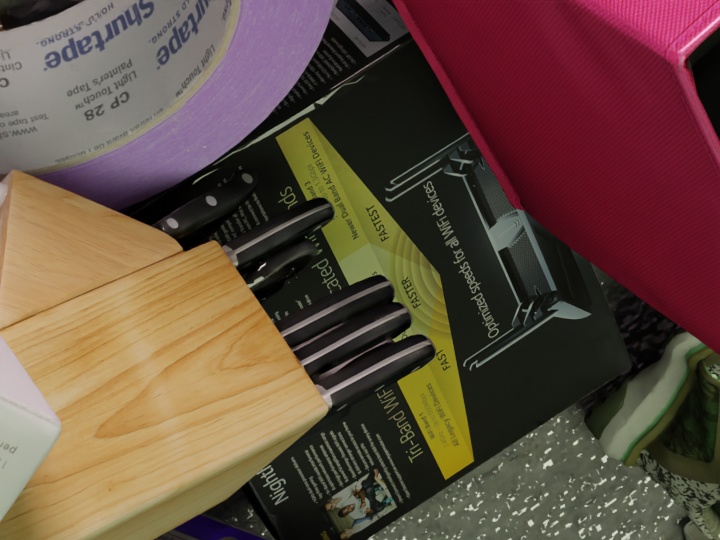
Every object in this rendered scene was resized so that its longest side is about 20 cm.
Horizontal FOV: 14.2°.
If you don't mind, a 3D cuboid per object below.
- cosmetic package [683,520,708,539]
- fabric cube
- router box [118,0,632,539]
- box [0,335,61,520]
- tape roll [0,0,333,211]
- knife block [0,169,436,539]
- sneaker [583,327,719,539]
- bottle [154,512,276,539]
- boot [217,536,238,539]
[{"bbox_3d":[0.223,0.187,1.303,0.087,0.103,0.200,-29,129,-12],"label":"cosmetic package"},{"bbox_3d":[0.139,-0.099,0.884,0.200,0.199,0.196,-41,132,-8],"label":"fabric cube"},{"bbox_3d":[0.000,0.000,1.080,0.157,0.052,0.200,-32,131,-8],"label":"router box"},{"bbox_3d":[-0.203,0.070,0.832,0.106,0.152,0.200,30,99,-36],"label":"box"},{"bbox_3d":[-0.111,-0.096,0.899,0.200,0.066,0.200,-14,145,-10],"label":"tape roll"},{"bbox_3d":[-0.056,0.051,0.922,0.175,0.200,0.064,24,134,-25],"label":"knife block"},{"bbox_3d":[0.160,0.054,1.128,0.077,0.089,0.200,-32,171,-21],"label":"sneaker"},{"bbox_3d":[-0.013,0.147,1.071,0.065,0.200,0.084,-50,137,-28],"label":"bottle"},{"bbox_3d":[-0.075,0.119,0.970,0.200,0.074,0.096,54,43,-18],"label":"boot"}]
